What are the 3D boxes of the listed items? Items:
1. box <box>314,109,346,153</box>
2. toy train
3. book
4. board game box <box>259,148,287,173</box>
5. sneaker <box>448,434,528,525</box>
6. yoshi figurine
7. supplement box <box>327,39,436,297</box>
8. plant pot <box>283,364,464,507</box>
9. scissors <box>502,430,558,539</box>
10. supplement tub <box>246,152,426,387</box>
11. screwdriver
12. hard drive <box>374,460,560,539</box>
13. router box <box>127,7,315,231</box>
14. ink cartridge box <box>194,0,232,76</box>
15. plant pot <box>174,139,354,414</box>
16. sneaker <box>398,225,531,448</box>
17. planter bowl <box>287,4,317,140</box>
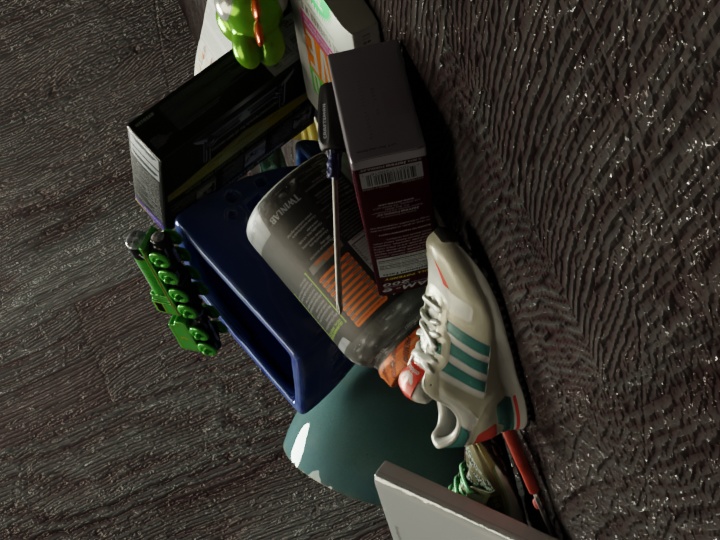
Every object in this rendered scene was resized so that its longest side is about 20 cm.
[{"bbox_3d":[-0.014,-0.108,1.612,0.200,0.039,0.042,77,169,-57],"label":"box"},{"bbox_3d":[-0.186,0.021,1.522,0.200,0.056,0.042,70,-142,-52],"label":"toy train"},{"bbox_3d":[-0.012,-0.185,1.322,0.134,0.048,0.200,58,169,34],"label":"book"},{"bbox_3d":[-0.079,-0.048,1.793,0.135,0.028,0.201,-105,-3,-59],"label":"board game box"},{"bbox_3d":[0.109,0.222,1.443,0.077,0.088,0.201,-99,-7,-56],"label":"sneaker"},{"bbox_3d":[-0.108,-0.282,1.346,0.112,0.112,0.201,-25,-69,-61],"label":"yoshi figurine"},{"bbox_3d":[0.023,-0.078,1.213,0.200,0.060,0.109,78,180,-59],"label":"supplement box"},{"bbox_3d":[0.031,0.156,1.636,0.200,0.199,0.136,-127,53,-68],"label":"plant pot"},{"bbox_3d":[0.153,0.197,1.329,0.073,0.014,0.201,-87,-24,-84],"label":"scissors"},{"bbox_3d":[0.000,0.000,1.367,0.200,0.122,0.123,50,171,11],"label":"supplement tub"},{"bbox_3d":[-0.025,-0.062,1.265,0.028,0.029,0.201,59,-147,-75],"label":"screwdriver"},{"bbox_3d":[0.110,0.259,1.403,0.199,0.027,0.132,21,146,31],"label":"hard drive"},{"bbox_3d":[-0.128,-0.142,1.448,0.052,0.200,0.157,46,160,14],"label":"router box"},{"bbox_3d":[-0.136,-0.259,1.688,0.160,0.047,0.201,-123,40,-55],"label":"ink cartridge box"},{"bbox_3d":[-0.055,-0.002,1.531,0.200,0.180,0.200,48,167,16],"label":"plant pot"},{"bbox_3d":[0.071,0.063,1.220,0.070,0.093,0.201,-123,11,-58],"label":"sneaker"},{"bbox_3d":[-0.098,-0.218,1.752,0.200,0.083,0.201,157,90,-84],"label":"planter bowl"}]
